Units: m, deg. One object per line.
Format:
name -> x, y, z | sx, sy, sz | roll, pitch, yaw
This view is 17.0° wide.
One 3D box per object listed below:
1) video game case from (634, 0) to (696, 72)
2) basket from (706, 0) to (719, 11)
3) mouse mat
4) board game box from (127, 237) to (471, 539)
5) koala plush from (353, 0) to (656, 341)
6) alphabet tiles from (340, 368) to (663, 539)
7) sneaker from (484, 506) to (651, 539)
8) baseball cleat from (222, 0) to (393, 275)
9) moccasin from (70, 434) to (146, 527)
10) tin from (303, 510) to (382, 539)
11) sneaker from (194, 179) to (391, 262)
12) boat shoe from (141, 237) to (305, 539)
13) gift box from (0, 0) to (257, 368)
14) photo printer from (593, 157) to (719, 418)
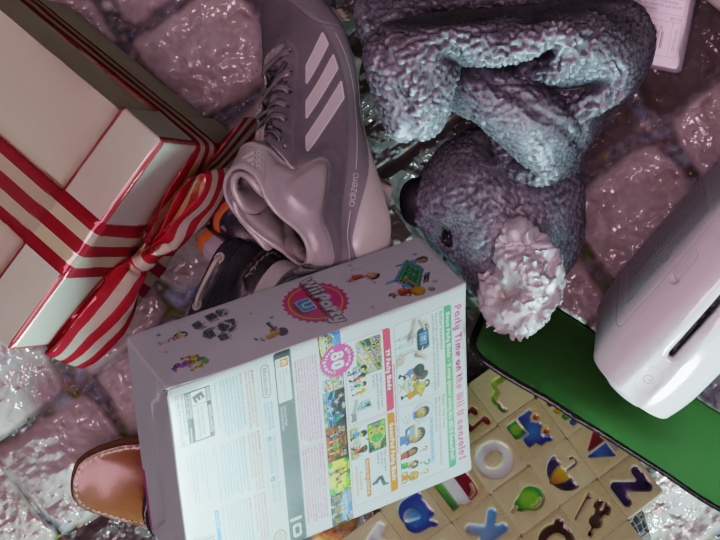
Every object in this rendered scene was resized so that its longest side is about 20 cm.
video game case -> 0.124, -0.233, 1.536 | 0.200, 0.022, 0.182 | 11, 102, 5
basket -> 0.273, -0.240, 1.450 | 0.176, 0.139, 0.200 | 36, 103, -18
mouse mat -> 0.161, 0.077, 1.521 | 0.200, 0.161, 0.008 | 33, 110, 0
board game box -> -0.033, 0.083, 1.461 | 0.200, 0.064, 0.148 | -19, 127, -22
koala plush -> 0.093, -0.068, 1.489 | 0.184, 0.177, 0.200 | -3, 106, -1
alphabet tiles -> 0.093, 0.158, 1.554 | 0.200, 0.006, 0.166 | -34, 81, -22
sneaker -> 0.097, 0.195, 1.580 | 0.200, 0.076, 0.081 | -4, 94, -21
baseball cleat -> -0.043, -0.092, 1.492 | 0.070, 0.106, 0.200 | -45, 58, 49
moccasin -> -0.095, 0.155, 1.609 | 0.201, 0.078, 0.074 | 14, 102, 4
tin -> -0.060, 0.138, 1.560 | 0.112, 0.042, 0.200 | -21, 84, -8
sneaker -> 0.000, 0.000, 1.569 | 0.200, 0.078, 0.112 | 38, 93, -11
boat shoe -> -0.094, 0.077, 1.518 | 0.060, 0.076, 0.200 | 27, 93, 29
gift box -> -0.182, -0.063, 1.528 | 0.187, 0.200, 0.185 | 40, 106, 13
photo printer -> 0.214, 0.004, 1.481 | 0.069, 0.200, 0.166 | 39, 102, -2
